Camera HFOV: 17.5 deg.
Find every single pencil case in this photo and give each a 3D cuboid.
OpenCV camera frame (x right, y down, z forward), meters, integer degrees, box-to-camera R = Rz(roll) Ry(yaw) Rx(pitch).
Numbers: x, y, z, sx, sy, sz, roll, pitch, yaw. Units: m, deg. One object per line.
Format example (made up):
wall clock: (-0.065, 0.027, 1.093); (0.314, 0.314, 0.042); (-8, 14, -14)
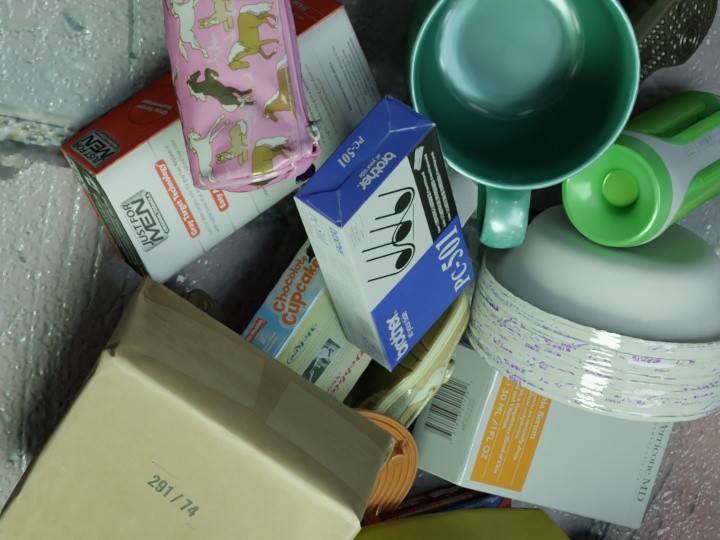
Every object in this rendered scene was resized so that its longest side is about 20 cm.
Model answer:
pencil case: (-0.077, -0.150, 1.450); (0.086, 0.083, 0.201); (-10, 89, -14)

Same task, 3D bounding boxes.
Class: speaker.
speaker: (0.216, -0.075, 1.684); (0.200, 0.088, 0.089); (-28, 133, -59)

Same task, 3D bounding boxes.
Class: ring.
ring: (-0.049, 0.168, 1.657); (0.200, 0.019, 0.201); (-18, 143, -14)

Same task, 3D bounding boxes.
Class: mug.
mug: (0.093, -0.129, 1.553); (0.152, 0.114, 0.185); (36, 102, -12)

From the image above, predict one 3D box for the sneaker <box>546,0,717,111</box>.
sneaker: (0.185, -0.172, 1.681); (0.200, 0.075, 0.071); (-40, 142, -40)

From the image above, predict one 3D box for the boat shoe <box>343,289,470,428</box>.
boat shoe: (0.018, 0.090, 1.698); (0.063, 0.073, 0.201); (27, 100, -47)

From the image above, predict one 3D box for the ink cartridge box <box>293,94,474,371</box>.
ink cartridge box: (0.019, -0.021, 1.537); (0.094, 0.044, 0.200); (-48, 154, -15)

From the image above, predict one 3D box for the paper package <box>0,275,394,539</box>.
paper package: (-0.110, 0.141, 1.524); (0.200, 0.104, 0.191); (33, 121, -5)

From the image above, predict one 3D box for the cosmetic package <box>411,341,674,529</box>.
cosmetic package: (0.139, 0.126, 1.786); (0.199, 0.071, 0.102); (16, 92, -39)

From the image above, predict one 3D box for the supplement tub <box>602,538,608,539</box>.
supplement tub: (0.188, 0.333, 1.888); (0.144, 0.145, 0.200); (33, 93, -40)

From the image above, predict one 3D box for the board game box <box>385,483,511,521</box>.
board game box: (0.029, 0.225, 1.807); (0.199, 0.019, 0.103); (-14, 121, -28)

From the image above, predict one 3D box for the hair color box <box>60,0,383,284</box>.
hair color box: (-0.086, -0.090, 1.538); (0.200, 0.061, 0.102); (-36, 127, -15)

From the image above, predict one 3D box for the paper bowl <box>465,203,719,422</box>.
paper bowl: (0.182, 0.020, 1.685); (0.200, 0.201, 0.105); (-3, 116, -33)

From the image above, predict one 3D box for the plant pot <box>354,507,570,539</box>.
plant pot: (0.094, 0.291, 1.739); (0.176, 0.200, 0.201); (-22, 144, -32)

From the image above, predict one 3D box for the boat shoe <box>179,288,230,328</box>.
boat shoe: (-0.105, 0.089, 1.623); (0.067, 0.072, 0.200); (-16, 137, 13)

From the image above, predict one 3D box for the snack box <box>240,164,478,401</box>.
snack box: (0.000, 0.000, 1.627); (0.200, 0.037, 0.116); (-55, 150, -4)
